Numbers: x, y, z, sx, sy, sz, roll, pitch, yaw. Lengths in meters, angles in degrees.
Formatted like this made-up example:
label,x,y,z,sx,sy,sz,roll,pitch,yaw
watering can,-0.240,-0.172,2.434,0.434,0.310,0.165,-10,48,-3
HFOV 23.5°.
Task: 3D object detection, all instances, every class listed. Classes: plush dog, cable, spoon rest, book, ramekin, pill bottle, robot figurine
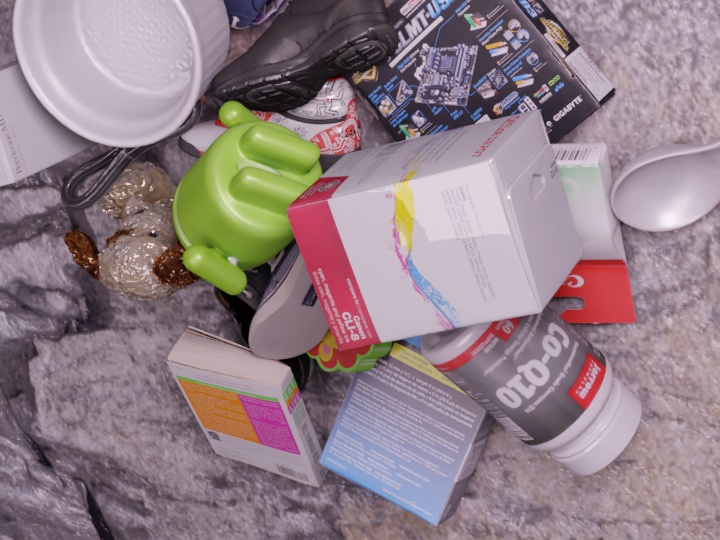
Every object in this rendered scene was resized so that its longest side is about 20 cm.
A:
label,x,y,z,sx,sy,sz,roll,pitch,yaw
plush dog,-0.203,-0.024,1.784,0.200,0.172,0.161,-2,111,31
cable,-0.222,-0.131,1.769,0.097,0.050,0.200,40,99,32
spoon rest,0.297,-0.101,1.506,0.099,0.061,0.200,20,129,-24
book,-0.115,0.152,1.842,0.133,0.048,0.200,16,148,23
ramekin,-0.223,-0.228,1.661,0.200,0.098,0.201,11,121,19
pill bottle,0.163,0.096,1.626,0.200,0.114,0.114,40,129,-17
robot figurine,-0.107,-0.067,1.618,0.115,0.176,0.200,16,159,-18

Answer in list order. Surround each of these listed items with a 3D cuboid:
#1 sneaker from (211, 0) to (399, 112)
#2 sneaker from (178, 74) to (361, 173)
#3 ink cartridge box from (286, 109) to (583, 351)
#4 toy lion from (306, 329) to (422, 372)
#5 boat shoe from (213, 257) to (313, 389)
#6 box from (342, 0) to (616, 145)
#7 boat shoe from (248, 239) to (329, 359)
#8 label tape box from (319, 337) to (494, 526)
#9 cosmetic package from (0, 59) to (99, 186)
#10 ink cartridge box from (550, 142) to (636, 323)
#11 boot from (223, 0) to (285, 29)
label,x,y,z,sx,sy,sz,roll,pitch,yaw
sneaker,-0.055,-0.213,1.622,0.200,0.076,0.091,-21,67,24
sneaker,-0.092,-0.162,1.722,0.201,0.067,0.108,8,114,25
ink cartridge box,0.070,-0.036,1.509,0.200,0.145,0.145,-12,107,28
toy lion,0.000,0.000,1.719,0.191,0.069,0.200,-6,86,48
boat shoe,-0.103,0.062,1.803,0.072,0.068,0.200,7,139,25
box,0.101,-0.180,1.605,0.199,0.050,0.200,51,128,1
boat shoe,-0.055,0.002,1.706,0.075,0.093,0.200,16,139,-20
label tape box,0.063,0.136,1.758,0.143,0.066,0.200,26,102,19
cosmetic package,-0.336,-0.164,1.783,0.081,0.200,0.113,-10,107,34
ink cartridge box,0.162,-0.022,1.607,0.161,0.050,0.200,0,121,23
boot,-0.144,-0.263,1.698,0.200,0.073,0.090,-38,84,37
